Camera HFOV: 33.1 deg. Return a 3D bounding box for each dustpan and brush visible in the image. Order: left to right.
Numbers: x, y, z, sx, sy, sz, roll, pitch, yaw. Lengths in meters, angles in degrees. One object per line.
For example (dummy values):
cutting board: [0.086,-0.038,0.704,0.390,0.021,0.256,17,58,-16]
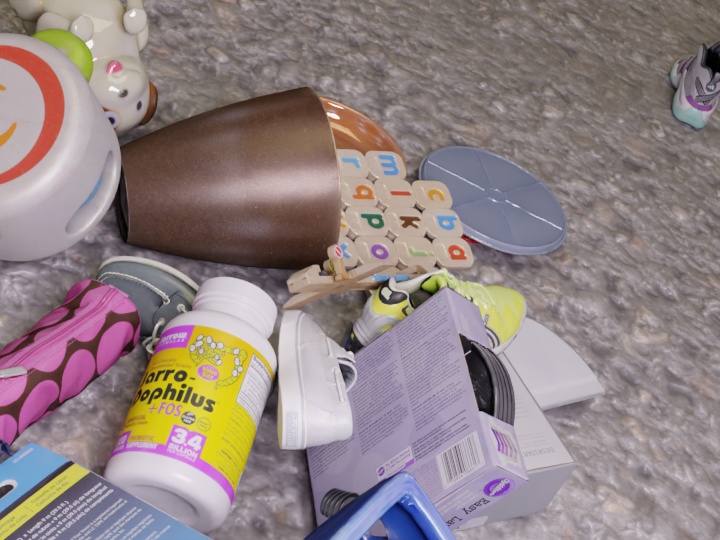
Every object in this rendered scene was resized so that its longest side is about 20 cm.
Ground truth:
dustpan and brush: [0.152,0.076,1.290,0.139,0.057,0.201,-7,55,-38]

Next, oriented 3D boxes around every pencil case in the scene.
pencil case: [-0.263,0.077,1.002,0.090,0.094,0.200,30,36,10]

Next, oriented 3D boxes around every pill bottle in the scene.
pill bottle: [-0.131,0.105,0.998,0.103,0.104,0.201,21,53,-6]

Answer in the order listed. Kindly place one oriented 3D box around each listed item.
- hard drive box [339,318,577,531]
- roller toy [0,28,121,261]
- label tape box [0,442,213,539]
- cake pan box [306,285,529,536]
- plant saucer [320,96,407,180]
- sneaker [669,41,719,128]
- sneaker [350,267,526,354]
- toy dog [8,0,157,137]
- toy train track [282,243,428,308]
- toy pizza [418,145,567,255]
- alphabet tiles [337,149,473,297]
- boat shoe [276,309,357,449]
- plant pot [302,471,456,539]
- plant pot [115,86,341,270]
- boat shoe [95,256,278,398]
hard drive box: [0.082,0.137,1.146,0.155,0.077,0.201,-3,45,-32]
roller toy: [-0.320,-0.107,1.111,0.198,0.140,0.184,-19,70,-2]
label tape box: [-0.212,0.222,0.877,0.199,0.067,0.143,22,34,23]
cake pan box: [0.038,0.136,1.012,0.052,0.200,0.185,28,34,-38]
plant saucer: [-0.042,-0.135,1.430,0.198,0.038,0.201,17,37,-13]
sneaker: [0.554,-0.327,1.917,0.077,0.140,0.201,21,38,-6]
sneaker: [0.087,0.039,1.139,0.199,0.077,0.076,-9,48,-38]
toy dog: [-0.301,-0.238,1.311,0.139,0.194,0.201,-18,77,-40]
toy train track: [0.000,0.000,1.106,0.199,0.114,0.033,0,70,-56]
toy pizza: [0.160,-0.081,1.488,0.198,0.032,0.201,16,37,-13]
alphabet tiles: [0.026,-0.051,1.340,0.194,0.015,0.201,-1,56,-27]
boat shoe: [-0.037,0.088,1.033,0.068,0.073,0.200,2,15,-5]
plant pot: [-0.023,0.282,0.798,0.200,0.179,0.201,-34,94,-48]
plant pot: [-0.141,-0.083,1.214,0.198,0.188,0.188,-6,46,-19]
boat shoe: [-0.163,0.058,1.101,0.199,0.073,0.062,35,34,3]
